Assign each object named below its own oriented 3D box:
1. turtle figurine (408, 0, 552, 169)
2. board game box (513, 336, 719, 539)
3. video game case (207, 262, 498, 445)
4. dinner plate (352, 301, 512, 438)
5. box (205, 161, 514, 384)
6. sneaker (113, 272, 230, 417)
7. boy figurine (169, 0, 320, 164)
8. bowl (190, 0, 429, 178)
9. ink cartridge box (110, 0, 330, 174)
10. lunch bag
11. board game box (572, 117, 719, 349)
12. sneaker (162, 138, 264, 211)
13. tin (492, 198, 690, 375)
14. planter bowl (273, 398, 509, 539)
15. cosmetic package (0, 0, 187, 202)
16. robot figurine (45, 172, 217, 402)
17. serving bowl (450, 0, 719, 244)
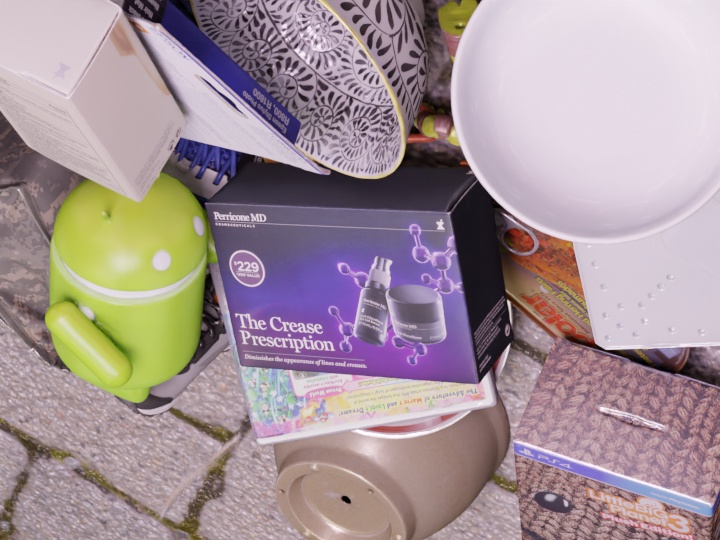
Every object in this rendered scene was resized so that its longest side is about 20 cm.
[{"bbox_3d":[0.092,-0.115,1.617,0.199,0.065,0.162,12,136,22],"label":"turtle figurine"},{"bbox_3d":[0.211,0.162,1.768,0.159,0.097,0.200,17,152,17],"label":"board game box"},{"bbox_3d":[-0.008,0.036,1.770,0.199,0.024,0.183,-10,107,12],"label":"video game case"},{"bbox_3d":[0.022,0.035,1.792,0.199,0.024,0.202,2,106,8],"label":"dinner plate"},{"bbox_3d":[0.000,0.000,1.666,0.199,0.079,0.142,3,116,27],"label":"box"},{"bbox_3d":[-0.139,0.046,1.832,0.074,0.200,0.079,45,131,2],"label":"sneaker"},{"bbox_3d":[-0.093,-0.149,1.701,0.124,0.065,0.200,-20,116,40],"label":"boy figurine"},{"bbox_3d":[-0.016,-0.170,1.583,0.200,0.094,0.201,37,156,20],"label":"bowl"},{"bbox_3d":[-0.133,-0.146,1.576,0.199,0.041,0.199,18,164,44],"label":"ink cartridge box"},{"bbox_3d":[-0.234,-0.038,1.821,0.117,0.164,0.201,2,131,30],"label":"lunch bag"},{"bbox_3d":[0.248,-0.030,1.601,0.199,0.026,0.201,-3,129,17],"label":"board game box"},{"bbox_3d":[-0.133,-0.095,1.766,0.114,0.081,0.200,-5,145,26],"label":"sneaker"},{"bbox_3d":[0.167,0.007,1.717,0.200,0.042,0.112,40,135,-12],"label":"tin"},{"bbox_3d":[0.008,0.156,1.894,0.199,0.135,0.201,18,139,16],"label":"planter bowl"},{"bbox_3d":[-0.193,-0.127,1.518,0.105,0.071,0.200,27,168,14],"label":"cosmetic package"},{"bbox_3d":[-0.173,0.007,1.690,0.115,0.176,0.201,26,137,16],"label":"robot figurine"},{"bbox_3d":[0.161,-0.115,1.511,0.199,0.201,0.066,26,179,6],"label":"serving bowl"}]
